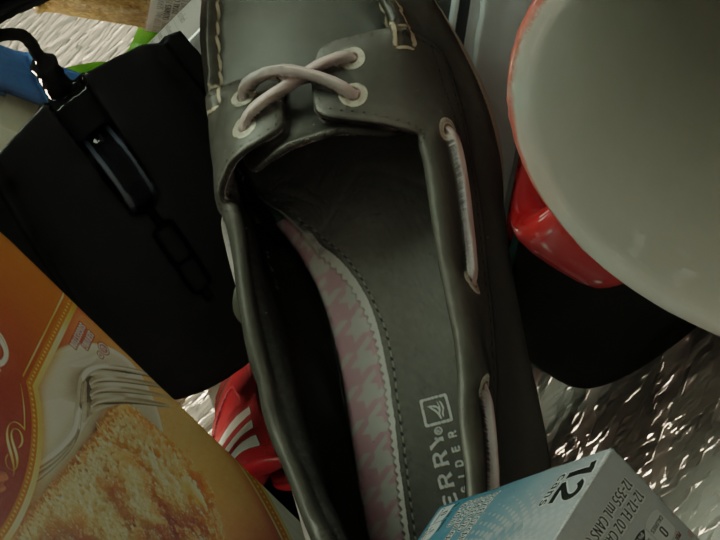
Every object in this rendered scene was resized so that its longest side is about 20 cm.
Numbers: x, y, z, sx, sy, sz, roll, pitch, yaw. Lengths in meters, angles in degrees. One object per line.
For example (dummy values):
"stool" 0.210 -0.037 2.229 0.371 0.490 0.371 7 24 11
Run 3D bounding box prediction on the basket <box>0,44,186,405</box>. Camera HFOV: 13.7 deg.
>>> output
"basket" -0.098 -0.049 0.942 0.139 0.176 0.201 106 -173 -82

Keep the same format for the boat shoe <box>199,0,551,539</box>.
"boat shoe" 0.002 -0.002 0.701 0.067 0.201 0.057 -19 -13 15

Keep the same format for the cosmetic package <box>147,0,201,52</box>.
"cosmetic package" -0.014 -0.064 1.056 0.200 0.108 0.085 -44 13 1

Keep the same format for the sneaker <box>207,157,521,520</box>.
"sneaker" 0.028 0.013 0.838 0.200 0.078 0.116 -52 19 28

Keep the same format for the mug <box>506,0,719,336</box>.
"mug" 0.103 -0.094 0.666 0.177 0.134 0.200 -8 44 32

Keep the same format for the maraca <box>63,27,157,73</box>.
"maraca" -0.102 -0.021 1.160 0.107 0.137 0.200 21 54 39

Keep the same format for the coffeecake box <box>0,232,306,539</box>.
"coffeecake box" -0.083 0.086 0.655 0.073 0.200 0.154 -36 18 29

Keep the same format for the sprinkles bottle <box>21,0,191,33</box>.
"sprinkles bottle" -0.051 -0.118 1.126 0.068 0.199 0.069 -170 90 -85

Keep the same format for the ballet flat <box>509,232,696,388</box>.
"ballet flat" 0.109 -0.052 0.772 0.068 0.068 0.200 -6 41 55

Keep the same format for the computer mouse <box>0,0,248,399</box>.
"computer mouse" -0.081 -0.003 0.769 0.140 0.200 0.046 -35 54 -12

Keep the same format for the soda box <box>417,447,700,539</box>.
"soda box" 0.006 0.129 0.551 0.064 0.068 0.200 -25 24 53

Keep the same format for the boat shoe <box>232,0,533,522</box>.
"boat shoe" 0.000 0.000 0.771 0.072 0.071 0.201 89 -169 -81
